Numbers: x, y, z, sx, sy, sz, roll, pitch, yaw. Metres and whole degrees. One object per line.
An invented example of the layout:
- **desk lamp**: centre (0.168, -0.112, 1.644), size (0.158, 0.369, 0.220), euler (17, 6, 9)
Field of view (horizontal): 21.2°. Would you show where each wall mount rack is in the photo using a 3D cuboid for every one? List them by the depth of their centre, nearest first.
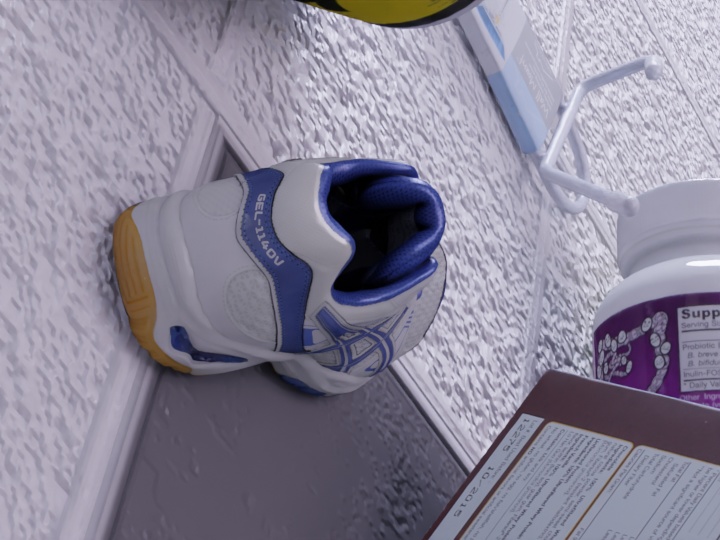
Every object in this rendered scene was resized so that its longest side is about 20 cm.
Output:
- **wall mount rack**: centre (0.092, -0.110, 0.944), size (0.200, 0.074, 0.174), euler (61, 28, -22)

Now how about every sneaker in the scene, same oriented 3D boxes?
- **sneaker**: centre (0.000, 0.000, 0.677), size (0.200, 0.088, 0.076), euler (-4, 76, -65)

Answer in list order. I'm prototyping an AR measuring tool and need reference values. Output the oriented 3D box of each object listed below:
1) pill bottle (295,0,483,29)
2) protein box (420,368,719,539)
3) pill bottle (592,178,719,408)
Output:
- **pill bottle**: centre (-0.020, -0.157, 0.704), size (0.200, 0.114, 0.115), euler (4, 71, -63)
- **protein box**: centre (0.145, 0.163, 0.689), size (0.135, 0.200, 0.199), euler (-51, 126, -22)
- **pill bottle**: centre (0.164, 0.064, 0.896), size (0.112, 0.112, 0.201), euler (37, 47, -51)
